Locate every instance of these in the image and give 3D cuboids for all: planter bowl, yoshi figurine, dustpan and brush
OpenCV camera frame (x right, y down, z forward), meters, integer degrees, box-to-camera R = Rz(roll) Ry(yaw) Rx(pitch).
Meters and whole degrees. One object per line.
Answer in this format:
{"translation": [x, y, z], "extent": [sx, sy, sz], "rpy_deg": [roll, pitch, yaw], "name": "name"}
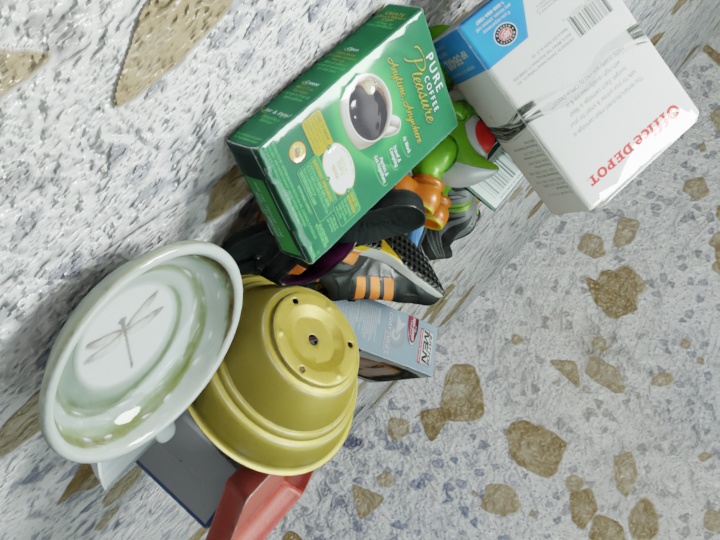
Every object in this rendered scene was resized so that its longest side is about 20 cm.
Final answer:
{"translation": [-0.063, 0.076, 0.991], "extent": [0.083, 0.201, 0.200], "rpy_deg": [-36, -179, 42], "name": "planter bowl"}
{"translation": [0.072, -0.149, 1.039], "extent": [0.112, 0.112, 0.200], "rpy_deg": [9, -109, 57], "name": "yoshi figurine"}
{"translation": [-0.198, 0.101, 0.962], "extent": [0.140, 0.057, 0.200], "rpy_deg": [-45, 139, -26], "name": "dustpan and brush"}

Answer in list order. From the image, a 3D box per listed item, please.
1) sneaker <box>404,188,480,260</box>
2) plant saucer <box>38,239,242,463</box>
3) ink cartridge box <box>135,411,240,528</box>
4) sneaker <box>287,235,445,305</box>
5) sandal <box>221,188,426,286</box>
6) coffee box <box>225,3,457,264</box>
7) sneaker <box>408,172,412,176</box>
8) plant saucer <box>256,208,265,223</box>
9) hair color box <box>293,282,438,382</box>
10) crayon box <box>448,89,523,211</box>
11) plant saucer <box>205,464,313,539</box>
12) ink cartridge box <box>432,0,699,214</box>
{"translation": [0.104, -0.088, 1.260], "extent": [0.071, 0.082, 0.200], "rpy_deg": [-102, -158, -43], "name": "sneaker"}
{"translation": [-0.179, 0.056, 0.856], "extent": [0.200, 0.050, 0.200], "rpy_deg": [-40, 150, -29], "name": "plant saucer"}
{"translation": [-0.167, 0.205, 1.242], "extent": [0.076, 0.136, 0.200], "rpy_deg": [-50, 169, 7], "name": "ink cartridge box"}
{"translation": [0.000, 0.000, 1.099], "extent": [0.090, 0.070, 0.200], "rpy_deg": [-41, 140, 19], "name": "sneaker"}
{"translation": [-0.039, -0.022, 0.960], "extent": [0.200, 0.048, 0.075], "rpy_deg": [-16, 154, 21], "name": "sandal"}
{"translation": [-0.008, -0.114, 0.896], "extent": [0.200, 0.044, 0.123], "rpy_deg": [-45, 132, -24], "name": "coffee box"}
{"translation": [0.022, -0.072, 1.218], "extent": [0.082, 0.075, 0.200], "rpy_deg": [-46, 169, -27], "name": "sneaker"}
{"translation": [-0.034, -0.092, 1.052], "extent": [0.200, 0.032, 0.200], "rpy_deg": [-48, 168, -13], "name": "plant saucer"}
{"translation": [-0.019, 0.067, 1.186], "extent": [0.099, 0.200, 0.061], "rpy_deg": [-11, -115, 44], "name": "hair color box"}
{"translation": [0.146, -0.182, 1.127], "extent": [0.200, 0.058, 0.173], "rpy_deg": [-50, -147, 6], "name": "crayon box"}
{"translation": [-0.099, 0.228, 1.151], "extent": [0.200, 0.037, 0.200], "rpy_deg": [-43, 161, -47], "name": "plant saucer"}
{"translation": [0.182, -0.170, 0.982], "extent": [0.146, 0.200, 0.084], "rpy_deg": [-39, -170, -13], "name": "ink cartridge box"}
